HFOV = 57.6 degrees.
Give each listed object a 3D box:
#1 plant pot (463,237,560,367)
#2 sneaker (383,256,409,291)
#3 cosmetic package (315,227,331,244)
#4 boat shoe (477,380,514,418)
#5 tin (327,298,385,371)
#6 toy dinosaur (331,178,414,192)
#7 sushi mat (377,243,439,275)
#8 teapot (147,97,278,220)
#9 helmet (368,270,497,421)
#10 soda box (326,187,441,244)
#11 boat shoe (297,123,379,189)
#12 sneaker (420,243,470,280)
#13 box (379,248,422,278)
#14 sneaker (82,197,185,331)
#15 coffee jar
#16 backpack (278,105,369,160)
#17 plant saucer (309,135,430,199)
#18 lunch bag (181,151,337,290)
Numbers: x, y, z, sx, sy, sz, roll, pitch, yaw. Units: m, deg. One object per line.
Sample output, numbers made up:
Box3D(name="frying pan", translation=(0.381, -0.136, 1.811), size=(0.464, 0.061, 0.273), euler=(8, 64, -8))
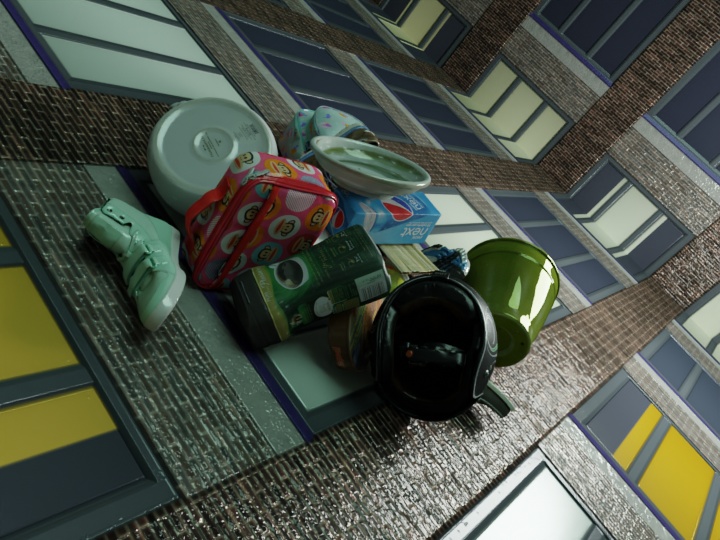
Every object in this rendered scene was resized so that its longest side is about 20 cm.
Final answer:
Box3D(name="plant pot", translation=(0.266, 0.072, 1.231), size=(0.200, 0.200, 0.193), euler=(37, 38, -7))
Box3D(name="sneaker", translation=(0.000, 0.000, 1.097), size=(0.200, 0.078, 0.090), euler=(45, 33, 23))
Box3D(name="cosmetic package", translation=(-0.107, -0.050, 1.027), size=(0.108, 0.085, 0.200), euler=(10, 39, -51))
Box3D(name="boat shoe", translation=(0.161, 0.179, 1.061), size=(0.201, 0.061, 0.072), euler=(40, -8, -6))
Box3D(name="tin", translation=(-0.002, 0.057, 0.959), size=(0.042, 0.112, 0.200), euler=(4, 41, 16))
Box3D(name="toy dinosaur", translation=(0.028, -0.161, 1.166), size=(0.088, 0.200, 0.048), euler=(-55, 130, -44))
Box3D(name="sushi mat", translation=(0.048, -0.061, 1.124), size=(0.096, 0.012, 0.200), euler=(-3, 43, -43))
Box3D(name="teapot", translation=(-0.218, -0.148, 0.971), size=(0.197, 0.146, 0.200), euler=(15, 64, -4))
Box3D(name="helmet", translation=(0.102, 0.109, 0.931), size=(0.200, 0.200, 0.191), euler=(51, -7, 19))
Box3D(name="soda box", translation=(0.036, -0.088, 1.070), size=(0.200, 0.068, 0.064), euler=(-4, 47, -43))
Box3D(name="boat shoe", translation=(-0.053, -0.179, 1.139), size=(0.072, 0.200, 0.072), euler=(42, -6, 48))
Box3D(name="sneaker", translation=(0.169, 0.005, 1.255), size=(0.087, 0.075, 0.200), euler=(63, -4, -13))
Box3D(name="box", translation=(0.085, 0.026, 1.168), size=(0.200, 0.075, 0.100), euler=(54, 25, 21))
Box3D(name="sneaker", translation=(-0.273, -0.012, 0.763), size=(0.118, 0.074, 0.201), euler=(31, 18, -32))
Box3D(name="coffee jar", translation=(-0.068, 0.022, 0.864), size=(0.085, 0.200, 0.104), euler=(77, -13, -49))
Box3D(name="backpack", translation=(-0.063, -0.231, 1.281), size=(0.176, 0.153, 0.200), euler=(10, 36, -33))
Box3D(name="plant saucer", translation=(0.010, -0.156, 1.037), size=(0.200, 0.050, 0.200), euler=(17, 23, -7))
Box3D(name="lunch bag", translation=(-0.145, -0.061, 0.868), size=(0.176, 0.200, 0.082), euler=(8, 40, -42))
